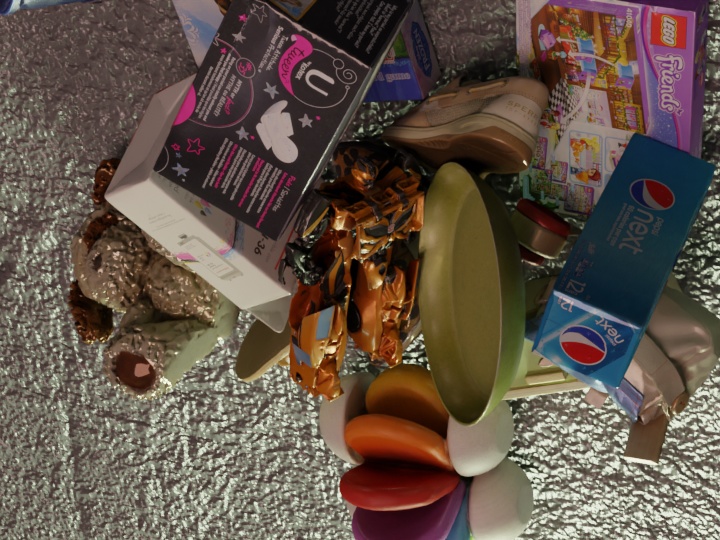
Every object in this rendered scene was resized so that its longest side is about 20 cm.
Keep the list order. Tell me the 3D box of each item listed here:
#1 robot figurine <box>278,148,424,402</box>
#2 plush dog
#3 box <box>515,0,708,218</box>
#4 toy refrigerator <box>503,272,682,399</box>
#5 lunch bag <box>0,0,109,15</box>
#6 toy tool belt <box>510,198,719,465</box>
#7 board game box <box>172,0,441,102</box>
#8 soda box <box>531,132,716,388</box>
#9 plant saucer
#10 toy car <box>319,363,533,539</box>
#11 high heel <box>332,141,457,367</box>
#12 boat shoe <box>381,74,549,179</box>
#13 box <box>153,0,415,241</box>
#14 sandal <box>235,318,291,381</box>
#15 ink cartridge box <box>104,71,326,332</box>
[{"bbox_3d":[0.000,0.000,1.519,0.058,0.145,0.201,37,137,31],"label":"robot figurine"},{"bbox_3d":[-0.182,-0.005,1.717,0.171,0.160,0.201,24,107,29],"label":"plush dog"},{"bbox_3d":[0.187,-0.126,1.453,0.136,0.039,0.201,13,131,21],"label":"box"},{"bbox_3d":[0.166,0.053,1.590,0.199,0.070,0.076,-11,120,35],"label":"toy refrigerator"},{"bbox_3d":[-0.228,-0.296,1.460,0.200,0.132,0.136,62,145,30],"label":"lunch bag"},{"bbox_3d":[0.169,0.047,1.460,0.200,0.125,0.123,35,101,24],"label":"toy tool belt"},{"bbox_3d":[-0.057,-0.222,1.510,0.199,0.041,0.200,-1,125,30],"label":"board game box"},{"bbox_3d":[0.188,-0.010,1.377,0.068,0.200,0.064,23,134,10],"label":"soda box"},{"bbox_3d":[0.086,0.017,1.480,0.031,0.201,0.201,-4,135,-16],"label":"plant saucer"},{"bbox_3d":[0.046,0.189,1.712,0.174,0.150,0.201,2,126,28],"label":"toy car"},{"bbox_3d":[0.011,-0.015,1.628,0.142,0.071,0.200,36,131,6],"label":"high heel"},{"bbox_3d":[0.082,-0.113,1.485,0.072,0.065,0.200,30,168,-20],"label":"boat shoe"},{"bbox_3d":[-0.052,-0.145,1.449,0.114,0.132,0.200,31,135,-2],"label":"box"},{"bbox_3d":[-0.041,0.056,1.706,0.069,0.078,0.212,23,148,-16],"label":"sandal"},{"bbox_3d":[-0.099,-0.052,1.590,0.200,0.117,0.067,40,144,-28],"label":"ink cartridge box"}]
